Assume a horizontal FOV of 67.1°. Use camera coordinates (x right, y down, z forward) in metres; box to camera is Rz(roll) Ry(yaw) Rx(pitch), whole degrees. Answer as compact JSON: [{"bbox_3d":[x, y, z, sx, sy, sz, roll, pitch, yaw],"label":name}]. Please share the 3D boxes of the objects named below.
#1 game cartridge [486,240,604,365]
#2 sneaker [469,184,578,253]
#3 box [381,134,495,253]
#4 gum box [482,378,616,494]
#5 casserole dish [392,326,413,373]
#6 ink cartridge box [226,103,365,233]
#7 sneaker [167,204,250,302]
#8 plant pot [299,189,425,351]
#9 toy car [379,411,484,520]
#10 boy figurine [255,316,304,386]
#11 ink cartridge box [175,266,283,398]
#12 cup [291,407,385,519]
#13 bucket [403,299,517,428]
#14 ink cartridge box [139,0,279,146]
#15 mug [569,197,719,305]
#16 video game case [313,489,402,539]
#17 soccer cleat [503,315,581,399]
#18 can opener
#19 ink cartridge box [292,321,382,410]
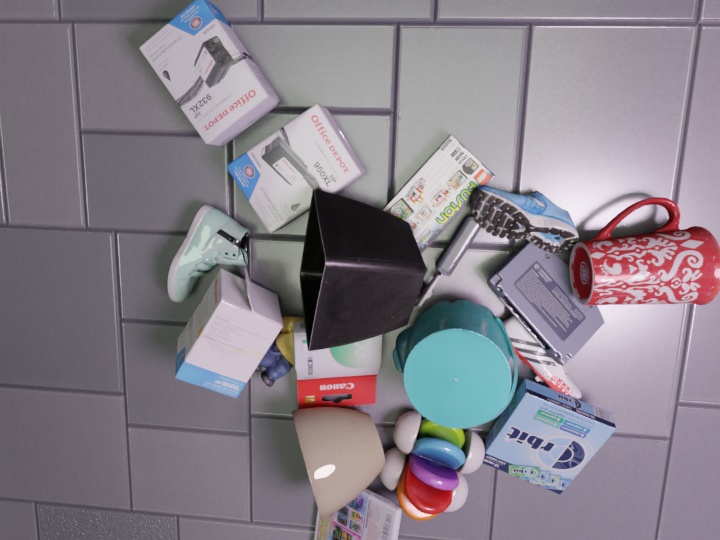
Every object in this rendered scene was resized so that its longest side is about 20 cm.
[{"bbox_3d":[0.336,0.051,0.971,0.133,0.042,0.200,-41,90,-19],"label":"game cartridge"},{"bbox_3d":[0.285,-0.102,0.957,0.200,0.090,0.078,22,141,-7],"label":"sneaker"},{"bbox_3d":[0.133,-0.134,0.985,0.110,0.035,0.200,43,102,-3],"label":"box"},{"bbox_3d":[0.341,0.314,1.013,0.170,0.045,0.200,21,121,2],"label":"gum box"},{"bbox_3d":[0.159,0.158,1.038,0.199,0.039,0.121,-14,98,10],"label":"casserole dish"},{"bbox_3d":[-0.113,-0.182,0.977,0.200,0.084,0.145,-32,97,10],"label":"ink cartridge box"},{"bbox_3d":[-0.284,-0.011,1.031,0.118,0.074,0.201,27,100,7],"label":"sneaker"},{"bbox_3d":[0.000,0.000,0.930,0.177,0.200,0.200,2,130,-14],"label":"plant pot"},{"bbox_3d":[0.133,0.377,1.025,0.175,0.150,0.200,20,102,2],"label":"toy car"},{"bbox_3d":[-0.124,0.135,1.050,0.200,0.064,0.124,-40,96,11],"label":"boy figurine"},{"bbox_3d":[-0.237,0.106,1.002,0.125,0.129,0.200,28,106,-26],"label":"ink cartridge box"},{"bbox_3d":[-0.036,0.343,1.031,0.143,0.200,0.201,-17,99,-10],"label":"cup"},{"bbox_3d":[0.168,0.164,0.944,0.207,0.135,0.208,2,104,10],"label":"bucket"},{"bbox_3d":[-0.263,-0.345,0.962,0.145,0.084,0.200,-33,96,11],"label":"ink cartridge box"},{"bbox_3d":[0.468,-0.019,0.925,0.199,0.134,0.178,-5,58,1],"label":"mug"},{"bbox_3d":[-0.011,0.530,1.098,0.182,0.024,0.201,14,104,30],"label":"video game case"},{"bbox_3d":[0.344,0.158,1.004,0.200,0.069,0.085,42,106,2],"label":"soccer cleat"},{"bbox_3d":[0.143,-0.021,0.997,0.067,0.053,0.200,31,101,-1],"label":"can opener"},{"bbox_3d":[-0.043,0.188,1.021,0.160,0.050,0.201,-3,112,-7],"label":"ink cartridge box"}]
